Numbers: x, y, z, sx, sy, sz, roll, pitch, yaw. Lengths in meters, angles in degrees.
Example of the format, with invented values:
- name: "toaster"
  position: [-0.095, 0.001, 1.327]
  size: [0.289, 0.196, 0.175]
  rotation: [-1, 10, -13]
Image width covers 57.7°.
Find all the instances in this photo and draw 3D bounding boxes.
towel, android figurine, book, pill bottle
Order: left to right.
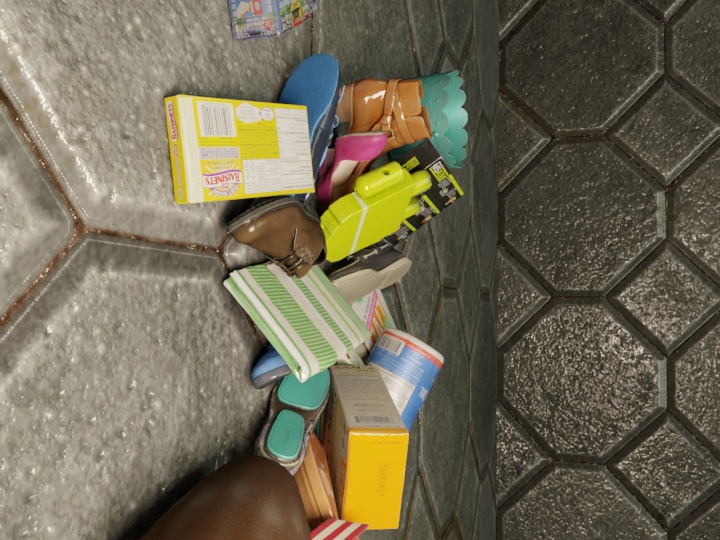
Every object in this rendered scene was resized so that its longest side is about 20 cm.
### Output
- name: "towel"
  position: [-0.070, 0.047, 0.794]
  size: [0.153, 0.023, 0.200]
  rotation: [50, 20, 6]
- name: "android figurine"
  position: [0.008, -0.078, 0.930]
  size: [0.041, 0.199, 0.182]
  rotation: [55, -23, 19]
- name: "book"
  position: [0.011, 0.088, 1.118]
  size: [0.201, 0.048, 0.134]
  rotation: [65, 30, -43]
- name: "pill bottle"
  position: [0.041, 0.201, 1.036]
  size: [0.201, 0.112, 0.112]
  rotation: [-61, 153, -10]

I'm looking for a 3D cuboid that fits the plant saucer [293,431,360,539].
- name: "plant saucer"
  position: [-0.045, 0.306, 0.850]
  size: [0.200, 0.037, 0.201]
  rotation: [156, -90, -87]

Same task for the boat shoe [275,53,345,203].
- name: "boat shoe"
  position: [-0.075, -0.181, 0.847]
  size: [0.069, 0.084, 0.201]
  rotation: [50, 60, -71]

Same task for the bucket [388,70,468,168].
- name: "bucket"
  position: [0.136, -0.299, 1.327]
  size: [0.207, 0.134, 0.209]
  rotation: [0, 90, -69]

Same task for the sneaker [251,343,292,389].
- name: "sneaker"
  position: [-0.087, 0.085, 0.828]
  size: [0.079, 0.066, 0.200]
  rotation: [62, 29, -2]

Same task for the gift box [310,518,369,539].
- name: "gift box"
  position: [-0.058, 0.386, 0.699]
  size: [0.185, 0.198, 0.188]
  rotation: [-74, 154, -50]

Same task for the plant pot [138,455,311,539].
- name: "plant pot"
  position: [-0.118, 0.264, 0.592]
  size: [0.200, 0.185, 0.188]
  rotation: [-78, 162, -71]

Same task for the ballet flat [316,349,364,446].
- name: "ballet flat"
  position: [-0.025, 0.163, 0.974]
  size: [0.070, 0.065, 0.202]
  rotation: [5, 85, -72]

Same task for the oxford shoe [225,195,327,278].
- name: "oxford shoe"
  position: [-0.084, -0.036, 0.765]
  size: [0.085, 0.072, 0.200]
  rotation: [65, 19, 11]

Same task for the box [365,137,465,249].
- name: "box"
  position: [0.067, -0.110, 1.068]
  size: [0.048, 0.193, 0.200]
  rotation: [55, 11, 19]

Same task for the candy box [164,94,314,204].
- name: "candy box"
  position: [-0.120, -0.129, 0.701]
  size: [0.200, 0.026, 0.103]
  rotation: [-15, 105, -56]

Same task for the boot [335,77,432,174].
- name: "boot"
  position: [0.036, -0.203, 1.012]
  size: [0.077, 0.154, 0.201]
  rotation: [-72, 153, -53]

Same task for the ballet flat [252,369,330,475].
- name: "ballet flat"
  position: [-0.088, 0.188, 0.812]
  size: [0.201, 0.071, 0.073]
  rotation: [-67, 151, -63]

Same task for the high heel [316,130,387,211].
- name: "high heel"
  position: [-0.013, -0.129, 0.887]
  size: [0.067, 0.200, 0.097]
  rotation: [-9, 92, -29]

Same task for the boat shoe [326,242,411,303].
- name: "boat shoe"
  position: [0.000, 0.000, 1.020]
  size: [0.199, 0.063, 0.073]
  rotation: [-18, 149, -49]

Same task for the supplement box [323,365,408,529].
- name: "supplement box"
  position: [0.000, 0.216, 0.834]
  size: [0.200, 0.073, 0.127]
  rotation: [-124, -142, -74]

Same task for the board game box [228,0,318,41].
- name: "board game box"
  position: [-0.104, -0.394, 0.761]
  size: [0.200, 0.061, 0.201]
  rotation: [-61, 146, -54]
